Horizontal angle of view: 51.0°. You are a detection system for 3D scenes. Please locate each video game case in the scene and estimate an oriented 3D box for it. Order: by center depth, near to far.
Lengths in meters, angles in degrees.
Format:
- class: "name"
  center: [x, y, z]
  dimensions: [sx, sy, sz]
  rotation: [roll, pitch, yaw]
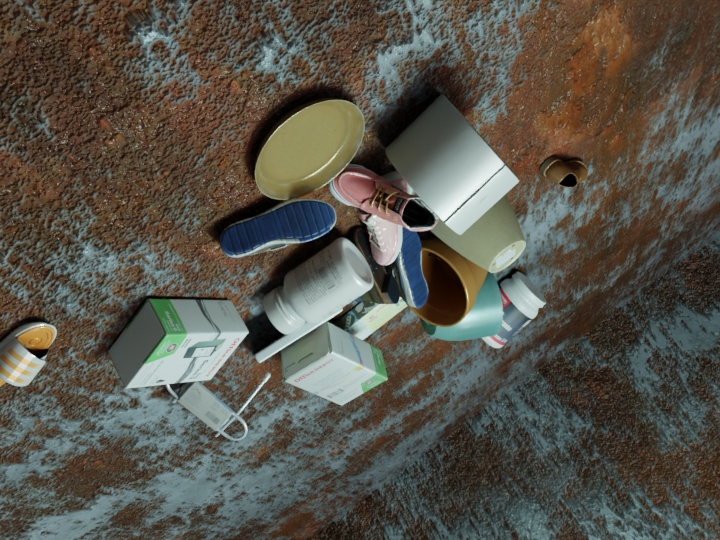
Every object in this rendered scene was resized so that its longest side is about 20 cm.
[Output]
- class: "video game case"
  center: [-0.133, 0.132, 1.578]
  dimensions: [0.199, 0.023, 0.182]
  rotation: [-33, 179, -10]

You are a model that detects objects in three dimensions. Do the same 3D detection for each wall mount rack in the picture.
- class: "wall mount rack"
  center: [-0.285, 0.240, 1.523]
  dimensions: [0.174, 0.200, 0.075]
  rotation: [-45, -171, 25]

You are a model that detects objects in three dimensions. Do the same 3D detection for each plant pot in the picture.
- class: "plant pot"
  center: [-0.083, -0.193, 1.178]
  dimensions: [0.199, 0.028, 0.201]
  rotation: [-29, 154, -16]
- class: "plant pot"
  center: [0.240, -0.099, 1.541]
  dimensions: [0.186, 0.201, 0.188]
  rotation: [-29, 154, -15]
- class: "plant pot"
  center: [0.193, 0.006, 1.690]
  dimensions: [0.140, 0.200, 0.201]
  rotation: [-37, 160, -39]
- class: "plant pot"
  center: [0.231, 0.081, 1.847]
  dimensions: [0.159, 0.202, 0.201]
  rotation: [-13, 148, -17]

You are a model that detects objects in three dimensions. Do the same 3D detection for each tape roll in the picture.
- class: "tape roll"
  center: [0.157, -0.182, 1.298]
  dimensions: [0.139, 0.203, 0.202]
  rotation: [-43, 154, 12]

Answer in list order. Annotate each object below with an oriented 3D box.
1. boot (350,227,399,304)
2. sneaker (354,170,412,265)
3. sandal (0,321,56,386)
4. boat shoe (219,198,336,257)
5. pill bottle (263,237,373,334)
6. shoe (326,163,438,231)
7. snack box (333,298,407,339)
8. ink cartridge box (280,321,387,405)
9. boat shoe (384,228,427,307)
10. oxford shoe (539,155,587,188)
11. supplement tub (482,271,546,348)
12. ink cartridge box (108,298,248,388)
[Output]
- class: "boot"
  center: [0.000, 0.000, 1.542]
  dimensions: [0.096, 0.075, 0.201]
  rotation: [-8, 130, 28]
- class: "sneaker"
  center: [0.028, -0.091, 1.418]
  dimensions: [0.104, 0.075, 0.202]
  rotation: [-17, 134, -35]
- class: "sandal"
  center: [-0.539, 0.161, 1.156]
  dimensions: [0.206, 0.059, 0.079]
  rotation: [-40, 154, 7]
- class: "boat shoe"
  center: [-0.139, -0.072, 1.259]
  dimensions: [0.198, 0.073, 0.072]
  rotation: [-14, 179, -12]
- class: "pill bottle"
  center: [-0.084, 0.035, 1.445]
  dimensions: [0.199, 0.115, 0.114]
  rotation: [-33, 156, 17]
- class: "shoe"
  center: [0.042, -0.125, 1.295]
  dimensions: [0.199, 0.091, 0.072]
  rotation: [23, 90, -31]
- class: "snack box"
  center: [0.033, 0.099, 1.798]
  dimensions: [0.199, 0.037, 0.116]
  rotation: [-37, 155, 1]
- class: "ink cartridge box"
  center: [-0.059, 0.210, 1.676]
  dimensions: [0.145, 0.088, 0.199]
  rotation: [-33, 140, 26]
- class: "boat shoe"
  center: [0.087, -0.011, 1.605]
  dimensions: [0.072, 0.072, 0.202]
  rotation: [-36, 128, -36]
- class: "oxford shoe"
  center: [0.502, -0.224, 1.813]
  dimensions: [0.199, 0.071, 0.072]
  rotation: [-5, 139, -50]
- class: "supplement tub"
  center: [0.427, 0.115, 2.200]
  dimensions: [0.200, 0.141, 0.140]
  rotation: [-46, 153, 18]
- class: "ink cartridge box"
  center: [-0.320, 0.127, 1.347]
  dimensions: [0.146, 0.084, 0.199]
  rotation: [-48, 153, 24]
